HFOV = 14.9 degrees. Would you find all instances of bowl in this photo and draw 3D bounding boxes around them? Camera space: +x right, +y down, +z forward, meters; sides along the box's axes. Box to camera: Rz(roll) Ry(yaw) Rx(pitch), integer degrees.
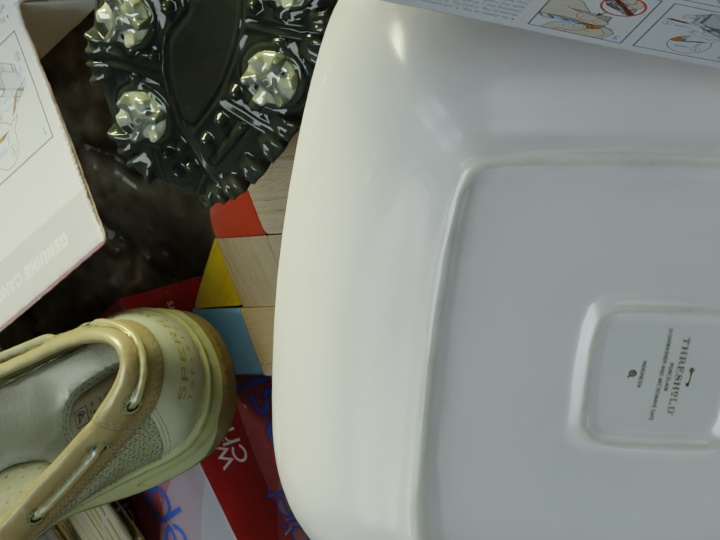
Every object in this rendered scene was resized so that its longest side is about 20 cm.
[{"bbox_3d":[0.078,0.015,0.769,0.199,0.075,0.200,4,116,-7],"label":"bowl"}]

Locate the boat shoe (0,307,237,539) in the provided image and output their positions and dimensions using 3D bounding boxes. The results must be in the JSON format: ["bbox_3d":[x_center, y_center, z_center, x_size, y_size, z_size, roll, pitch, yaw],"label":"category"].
[{"bbox_3d":[-0.134,0.071,0.898,0.200,0.063,0.073,-27,72,23],"label":"boat shoe"}]

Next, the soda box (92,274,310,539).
[{"bbox_3d":[-0.031,0.101,0.937,0.063,0.070,0.200,-38,75,46],"label":"soda box"}]

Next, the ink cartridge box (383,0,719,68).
[{"bbox_3d":[0.023,-0.160,0.683,0.200,0.176,0.084,11,159,-14],"label":"ink cartridge box"}]

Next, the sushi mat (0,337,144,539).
[{"bbox_3d":[-0.129,0.056,0.987,0.200,0.012,0.096,51,150,33],"label":"sushi mat"}]

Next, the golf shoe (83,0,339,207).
[{"bbox_3d":[-0.021,-0.114,0.800,0.077,0.088,0.200,24,118,18],"label":"golf shoe"}]

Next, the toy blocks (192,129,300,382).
[{"bbox_3d":[0.000,0.000,0.885,0.137,0.100,0.200,-3,113,47],"label":"toy blocks"}]

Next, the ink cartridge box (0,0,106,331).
[{"bbox_3d":[-0.155,-0.048,0.944,0.200,0.045,0.176,-36,73,43],"label":"ink cartridge box"}]

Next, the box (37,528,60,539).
[{"bbox_3d":[-0.104,0.137,0.940,0.200,0.041,0.039,56,154,22],"label":"box"}]
